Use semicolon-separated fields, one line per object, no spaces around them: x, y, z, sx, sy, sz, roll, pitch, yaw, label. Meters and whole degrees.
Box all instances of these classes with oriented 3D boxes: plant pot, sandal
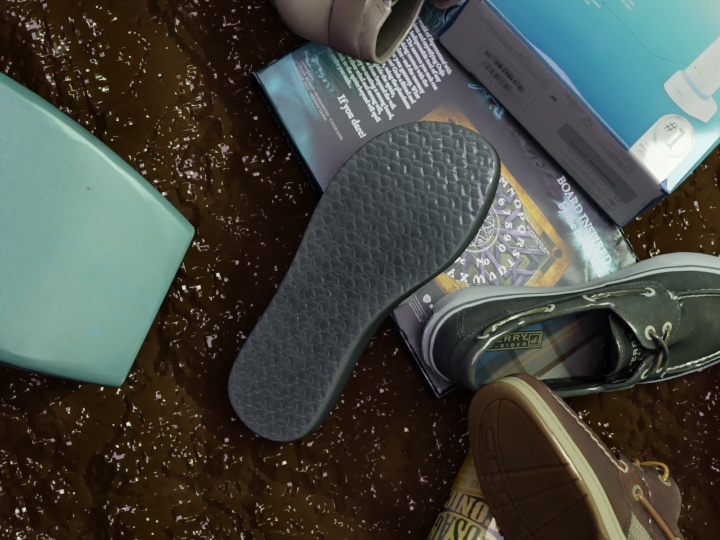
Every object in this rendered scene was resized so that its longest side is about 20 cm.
-0.195;-0.025;1.373;0.199;0.141;0.142;27;83;-10;plant pot
-0.001;0.000;1.417;0.076;0.043;0.200;43;109;12;sandal

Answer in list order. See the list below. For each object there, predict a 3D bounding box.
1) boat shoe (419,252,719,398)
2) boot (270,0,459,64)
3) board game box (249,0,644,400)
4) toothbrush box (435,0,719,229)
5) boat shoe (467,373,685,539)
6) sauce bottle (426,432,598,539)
0.130;0.037;1.421;0.198;0.057;0.069;-7;114;-20;boat shoe
0.021;-0.209;1.417;0.146;0.070;0.200;44;101;30;boot
0.047;-0.051;1.454;0.135;0.028;0.201;-29;88;-8;board game box
0.163;-0.147;1.432;0.146;0.085;0.200;45;73;-1;toothbrush box
0.129;0.129;1.384;0.201;0.072;0.072;54;49;-8;boat shoe
0.058;0.165;1.420;0.066;0.066;0.201;25;81;-4;sauce bottle
